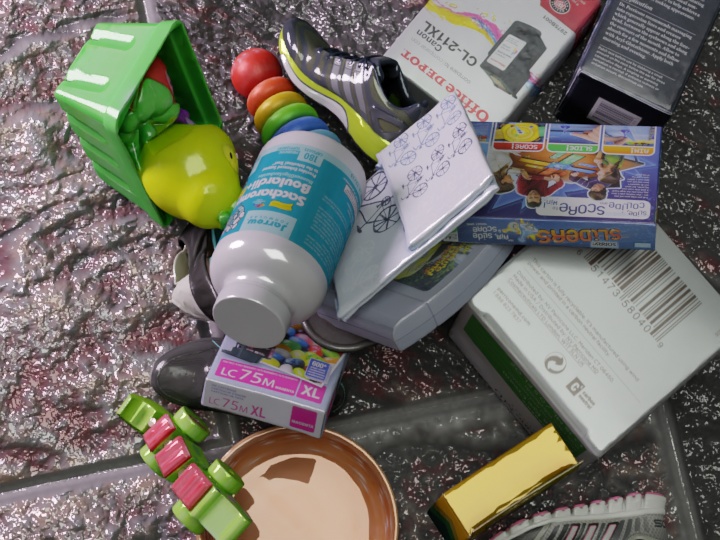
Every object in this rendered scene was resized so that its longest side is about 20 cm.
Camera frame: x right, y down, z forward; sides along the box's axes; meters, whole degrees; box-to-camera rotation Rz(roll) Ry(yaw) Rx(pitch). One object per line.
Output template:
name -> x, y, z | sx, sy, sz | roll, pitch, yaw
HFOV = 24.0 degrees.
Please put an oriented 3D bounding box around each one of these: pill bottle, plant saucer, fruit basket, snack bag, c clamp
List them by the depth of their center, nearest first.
pill bottle -> -0.071, -0.026, 1.564 | 0.110, 0.111, 0.201 | 19, 51, 1
snack bag -> 0.036, -0.064, 1.600 | 0.200, 0.189, 0.021 | -40, 119, 16
fruit basket -> -0.180, -0.129, 1.660 | 0.215, 0.216, 0.156 | 26, 68, 3
plant saucer -> -0.062, 0.253, 1.674 | 0.199, 0.037, 0.201 | 1, 77, -2
c clamp -> 0.000, 0.000, 1.674 | 0.199, 0.027, 0.171 | -13, 56, -12

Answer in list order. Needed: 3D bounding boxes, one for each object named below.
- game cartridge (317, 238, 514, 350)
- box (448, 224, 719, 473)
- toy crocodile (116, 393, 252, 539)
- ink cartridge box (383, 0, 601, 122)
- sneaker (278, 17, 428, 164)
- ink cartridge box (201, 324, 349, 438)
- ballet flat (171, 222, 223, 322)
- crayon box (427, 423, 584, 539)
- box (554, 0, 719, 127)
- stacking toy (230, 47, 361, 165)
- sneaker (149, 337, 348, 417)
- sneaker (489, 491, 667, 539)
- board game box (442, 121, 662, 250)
game cartridge -> 0.065, -0.010, 1.616 | 0.133, 0.041, 0.200 | 21, 56, 42
box -> 0.226, 0.058, 1.666 | 0.200, 0.171, 0.199 | -39, 82, -10
toy crocodile -> -0.170, 0.191, 1.642 | 0.067, 0.062, 0.200 | -44, 52, 5
ink cartridge box -> 0.133, -0.236, 1.774 | 0.146, 0.083, 0.200 | 38, 78, 6
sneaker -> -0.002, -0.196, 1.722 | 0.200, 0.081, 0.074 | 44, 34, 16
ink cartridge box -> -0.071, 0.075, 1.651 | 0.119, 0.042, 0.200 | 15, 33, 4
ballet flat -> -0.150, 0.009, 1.668 | 0.068, 0.200, 0.068 | -37, 117, 12
crayon box -> 0.135, 0.207, 1.611 | 0.127, 0.200, 0.051 | -31, 80, -10
box -> 0.297, -0.244, 1.752 | 0.107, 0.148, 0.201 | 26, 76, 3
stacking toy -> -0.077, -0.147, 1.734 | 0.085, 0.085, 0.200 | -28, 63, -9
sneaker -> -0.111, 0.110, 1.676 | 0.199, 0.079, 0.076 | 4, 94, -1
sneaker -> 0.216, 0.279, 1.664 | 0.199, 0.074, 0.088 | -11, 72, -11
board game box -> 0.180, -0.082, 1.592 | 0.199, 0.035, 0.136 | 3, 47, 11
